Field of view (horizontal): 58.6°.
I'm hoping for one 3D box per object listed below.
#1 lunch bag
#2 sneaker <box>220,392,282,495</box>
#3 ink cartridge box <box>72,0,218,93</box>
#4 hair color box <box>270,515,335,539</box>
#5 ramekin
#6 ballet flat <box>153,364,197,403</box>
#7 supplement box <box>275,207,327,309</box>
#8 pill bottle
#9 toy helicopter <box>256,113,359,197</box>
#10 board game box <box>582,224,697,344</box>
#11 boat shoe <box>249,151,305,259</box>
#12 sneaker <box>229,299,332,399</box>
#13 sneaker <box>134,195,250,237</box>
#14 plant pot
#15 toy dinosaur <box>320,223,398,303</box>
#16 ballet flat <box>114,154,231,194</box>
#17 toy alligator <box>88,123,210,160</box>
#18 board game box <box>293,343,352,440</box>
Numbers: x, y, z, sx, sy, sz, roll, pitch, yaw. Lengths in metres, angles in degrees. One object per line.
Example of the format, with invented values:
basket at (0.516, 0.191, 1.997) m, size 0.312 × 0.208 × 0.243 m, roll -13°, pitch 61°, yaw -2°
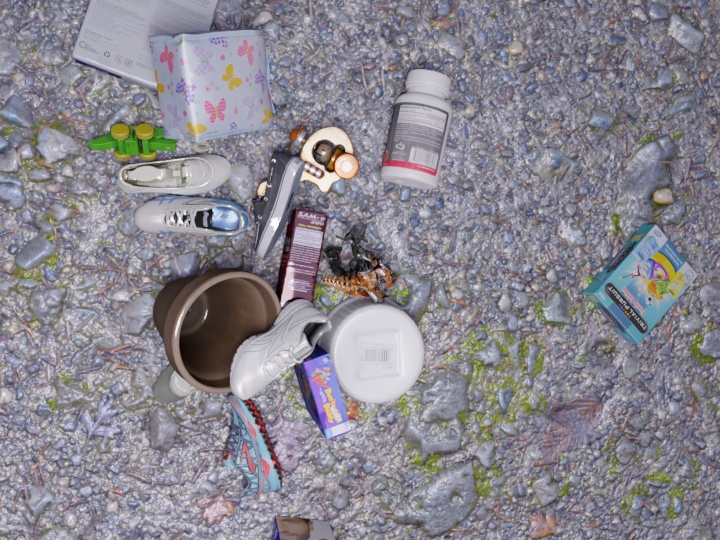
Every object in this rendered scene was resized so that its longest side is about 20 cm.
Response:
lunch bag at (-0.237, -0.314, 1.080) m, size 0.199 × 0.127 × 0.171 m, roll -25°, pitch 120°, yaw -42°
sneaker at (-0.211, 0.318, 1.156) m, size 0.095 × 0.079 × 0.201 m, roll -21°, pitch 97°, yaw -9°
ink cartridge box at (-0.364, -0.419, 1.105) m, size 0.195 × 0.043 × 0.201 m, roll 19°, pitch 86°, yaw -14°
hair color box at (-0.096, 0.505, 1.128) m, size 0.109 × 0.200 × 0.065 m, roll 12°, pitch 88°, yaw -13°
ramekin at (0.023, 0.148, 1.192) m, size 0.199 × 0.098 × 0.202 m, roll -1°, pitch 92°, yaw -13°
ballet flat at (-0.281, 0.173, 1.140) m, size 0.199 × 0.064 × 0.068 m, roll -31°, pitch 100°, yaw -10°
supplement box at (-0.111, -0.006, 1.148) m, size 0.060 × 0.109 × 0.202 m, roll 10°, pitch 89°, yaw -13°
pill bottle at (0.108, -0.260, 1.186) m, size 0.110 × 0.111 × 0.202 m, roll 12°, pitch 90°, yaw -13°
toy helicopter at (-0.106, -0.192, 1.161) m, size 0.199 × 0.079 × 0.133 m, roll -33°, pitch 106°, yaw 3°
board game box at (0.587, 0.028, 1.343) m, size 0.151 × 0.047 × 0.200 m, roll 45°, pitch 82°, yaw -11°
boat shoe at (-0.161, -0.117, 1.131) m, size 0.066 × 0.070 × 0.201 m, roll 26°, pitch 119°, yaw 4°
sneaker at (-0.128, 0.126, 1.024) m, size 0.200 × 0.087 × 0.075 m, roll -49°, pitch 127°, yaw -23°
sneaker at (-0.293, -0.095, 1.121) m, size 0.198 × 0.072 × 0.072 m, roll 0°, pitch 94°, yaw -12°
plant pot at (-0.259, 0.085, 1.070) m, size 0.199 × 0.174 × 0.202 m, roll -12°, pitch 107°, yaw -42°
toy dinosaur at (0.000, 0.000, 1.150) m, size 0.102 × 0.200 × 0.136 m, roll -31°, pitch 77°, yaw 11°
ballet flat at (-0.323, -0.166, 1.114) m, size 0.198 × 0.069 × 0.070 m, roll -7°, pitch 94°, yaw -13°
toy alligator at (-0.363, -0.230, 1.110) m, size 0.198 × 0.059 × 0.055 m, roll -3°, pitch 52°, yaw -14°
board game box at (-0.076, 0.198, 1.118) m, size 0.044 × 0.200 × 0.135 m, roll -18°, pitch 97°, yaw -13°
